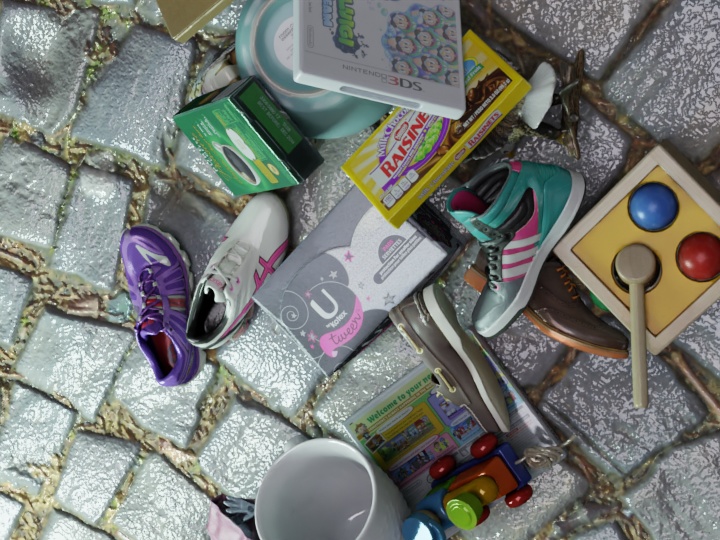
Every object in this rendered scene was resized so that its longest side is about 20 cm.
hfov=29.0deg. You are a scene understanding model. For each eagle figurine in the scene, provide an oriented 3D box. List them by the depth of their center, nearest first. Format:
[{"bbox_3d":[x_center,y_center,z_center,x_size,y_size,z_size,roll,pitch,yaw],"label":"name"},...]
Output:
[{"bbox_3d":[0.136,-0.163,1.485,0.199,0.152,0.151,2,119,11],"label":"eagle figurine"}]

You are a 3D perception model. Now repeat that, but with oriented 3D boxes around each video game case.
[{"bbox_3d":[0.019,-0.259,1.407,0.181,0.024,0.201,10,61,-21],"label":"video game case"},{"bbox_3d":[0.107,0.192,1.601,0.200,0.022,0.182,-38,87,19],"label":"video game case"}]

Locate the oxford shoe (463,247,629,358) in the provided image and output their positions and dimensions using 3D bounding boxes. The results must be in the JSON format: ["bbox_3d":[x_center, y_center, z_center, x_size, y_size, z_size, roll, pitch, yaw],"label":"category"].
[{"bbox_3d":[0.213,0.029,1.520,0.200,0.071,0.073,31,101,10],"label":"oxford shoe"}]

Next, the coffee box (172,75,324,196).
[{"bbox_3d":[-0.127,-0.145,1.519,0.044,0.200,0.123,-45,106,-19],"label":"coffee box"}]

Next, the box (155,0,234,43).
[{"bbox_3d":[-0.164,-0.378,1.554,0.200,0.021,0.164,-34,69,26],"label":"box"}]

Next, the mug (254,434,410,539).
[{"bbox_3d":[-0.027,0.270,1.576,0.147,0.175,0.200,-37,53,3],"label":"mug"}]

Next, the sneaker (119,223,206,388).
[{"bbox_3d":[-0.237,0.042,1.644,0.080,0.083,0.201,-18,92,18],"label":"sneaker"}]

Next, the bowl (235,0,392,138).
[{"bbox_3d":[-0.048,-0.240,1.473,0.200,0.105,0.202,1,96,9],"label":"bowl"}]

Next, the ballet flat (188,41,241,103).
[{"bbox_3d":[-0.127,-0.236,1.577,0.200,0.072,0.072,-34,88,18],"label":"ballet flat"}]

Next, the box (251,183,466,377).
[{"bbox_3d":[0.000,0.000,1.552,0.132,0.115,0.200,46,108,6],"label":"box"}]

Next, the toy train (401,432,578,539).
[{"bbox_3d":[0.136,0.235,1.498,0.200,0.116,0.085,-35,91,41],"label":"toy train"}]

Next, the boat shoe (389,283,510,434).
[{"bbox_3d":[0.101,0.105,1.516,0.059,0.072,0.200,-25,118,14],"label":"boat shoe"}]

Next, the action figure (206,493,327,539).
[{"bbox_3d":[-0.155,0.352,1.678,0.134,0.148,0.200,53,131,33],"label":"action figure"}]

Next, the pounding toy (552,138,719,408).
[{"bbox_3d":[0.306,0.001,1.450,0.184,0.142,0.200,46,108,5],"label":"pounding toy"}]

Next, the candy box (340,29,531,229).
[{"bbox_3d":[0.075,-0.147,1.436,0.200,0.026,0.102,-47,49,8],"label":"candy box"}]

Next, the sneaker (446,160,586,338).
[{"bbox_3d":[0.136,-0.031,1.441,0.120,0.084,0.201,21,107,-19],"label":"sneaker"}]

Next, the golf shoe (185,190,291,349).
[{"bbox_3d":[-0.140,0.003,1.606,0.072,0.092,0.201,27,103,12],"label":"golf shoe"}]
